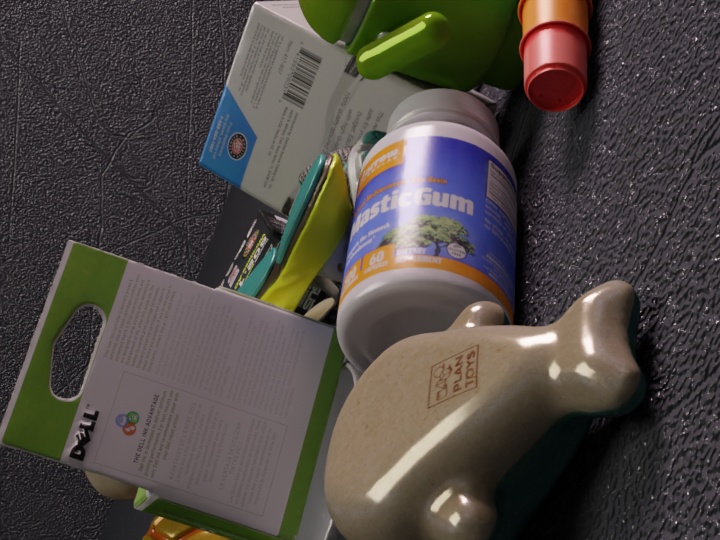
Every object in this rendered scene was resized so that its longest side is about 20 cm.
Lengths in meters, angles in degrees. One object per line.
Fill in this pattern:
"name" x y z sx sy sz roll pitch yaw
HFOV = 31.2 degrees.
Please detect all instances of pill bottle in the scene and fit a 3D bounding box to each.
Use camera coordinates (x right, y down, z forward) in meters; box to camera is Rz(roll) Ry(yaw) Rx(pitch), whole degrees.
"pill bottle" 0.049 -0.027 0.862 0.112 0.111 0.201 121 163 -45

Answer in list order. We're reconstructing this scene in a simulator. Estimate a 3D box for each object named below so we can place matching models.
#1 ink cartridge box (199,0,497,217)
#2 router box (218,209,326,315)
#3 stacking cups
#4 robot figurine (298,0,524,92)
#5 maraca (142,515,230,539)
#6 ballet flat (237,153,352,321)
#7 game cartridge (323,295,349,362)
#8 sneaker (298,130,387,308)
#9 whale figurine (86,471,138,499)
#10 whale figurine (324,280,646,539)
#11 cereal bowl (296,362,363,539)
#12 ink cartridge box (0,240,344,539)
"ink cartridge box" -0.012 -0.109 1.040 0.084 0.199 0.147 -26 -37 -62
"router box" -0.102 0.056 1.162 0.201 0.062 0.150 -62 17 6
"stacking cups" 0.132 -0.193 0.873 0.061 0.060 0.201 121 162 -45
"robot figurine" 0.041 -0.205 0.957 0.116 0.198 0.177 122 164 -52
"maraca" -0.116 0.248 0.968 0.136 0.107 0.201 -16 49 28
"ballet flat" -0.038 -0.004 0.919 0.200 0.067 0.067 -55 14 42
"game cartridge" -0.018 0.031 1.179 0.200 0.040 0.135 171 102 -78
"sneaker" 0.000 0.000 0.975 0.091 0.077 0.202 -7 87 38
"whale figurine" -0.132 0.103 1.003 0.199 0.105 0.159 -21 2 26
"whale figurine" 0.074 0.085 0.667 0.199 0.104 0.160 -33 31 31
"cereal bowl" -0.004 0.168 0.870 0.200 0.083 0.202 -161 90 -78
"ink cartridge box" -0.124 0.084 0.862 0.076 0.199 0.149 135 153 -65
